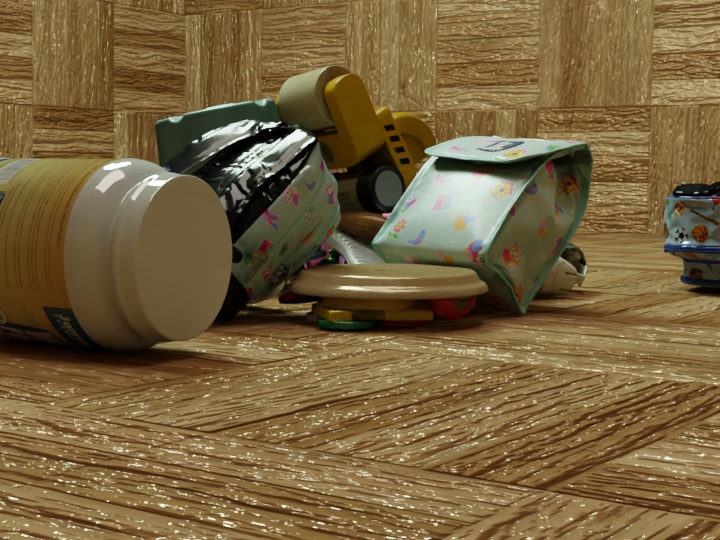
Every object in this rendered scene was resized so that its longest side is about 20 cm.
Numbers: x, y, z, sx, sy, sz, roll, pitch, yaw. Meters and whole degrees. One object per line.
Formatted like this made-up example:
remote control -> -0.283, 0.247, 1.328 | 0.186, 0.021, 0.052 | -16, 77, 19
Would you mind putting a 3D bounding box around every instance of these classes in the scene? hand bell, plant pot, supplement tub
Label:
hand bell -> 0.065, -0.039, 1.444 | 0.198, 0.105, 0.104 | 11, 6, 12
plant pot -> -0.156, -0.095, 1.496 | 0.198, 0.198, 0.200 | -12, 6, 1
supplement tub -> -0.214, -0.014, 0.962 | 0.198, 0.146, 0.144 | 3, 5, 29

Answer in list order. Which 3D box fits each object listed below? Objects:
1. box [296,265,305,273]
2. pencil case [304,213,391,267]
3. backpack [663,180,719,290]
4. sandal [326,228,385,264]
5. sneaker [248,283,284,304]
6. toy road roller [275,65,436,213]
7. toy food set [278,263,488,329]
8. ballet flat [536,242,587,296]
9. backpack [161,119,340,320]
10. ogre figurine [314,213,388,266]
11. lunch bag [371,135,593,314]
box -> -0.035, -0.020, 1.822 | 0.135, 0.038, 0.200 | 0, 4, -9
pencil case -> 0.024, -0.038, 1.685 | 0.198, 0.095, 0.091 | -2, 19, -17
backpack -> 0.464, -0.049, 1.556 | 0.198, 0.156, 0.190 | -4, -7, 33
sandal -> 0.007, 0.002, 1.434 | 0.082, 0.050, 0.203 | 16, 16, -24
sneaker -> -0.153, -0.002, 1.332 | 0.198, 0.078, 0.082 | 4, -1, 31
toy road roller -> 0.003, -0.166, 1.522 | 0.146, 0.201, 0.122 | -37, 21, -33
toy food set -> 0.023, 0.023, 1.190 | 0.196, 0.049, 0.200 | 0, 5, -13
ballet flat -> 0.229, -0.002, 1.475 | 0.071, 0.073, 0.200 | 3, 6, 24
backpack -> -0.114, -0.053, 1.201 | 0.166, 0.127, 0.200 | 26, 60, 36
ogre figurine -> 0.042, -0.035, 1.576 | 0.200, 0.098, 0.120 | -44, -1, 0
lunch bag -> 0.135, -0.067, 1.313 | 0.169, 0.201, 0.122 | 8, -33, 47
